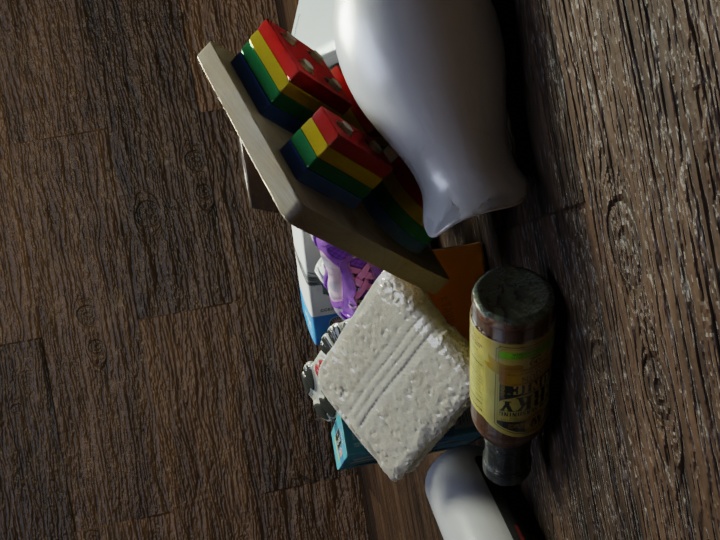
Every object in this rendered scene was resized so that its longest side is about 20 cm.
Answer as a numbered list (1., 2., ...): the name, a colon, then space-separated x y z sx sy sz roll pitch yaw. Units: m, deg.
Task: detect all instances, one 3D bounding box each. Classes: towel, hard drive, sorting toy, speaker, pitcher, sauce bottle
1. towel: 0.035 0.094 0.982 0.133 0.034 0.200 50 141 14
2. hard drive: -0.010 -0.267 1.062 0.200 0.026 0.133 -2 75 63
3. sorting toy: -0.012 -0.099 0.899 0.198 0.070 0.201 25 -153 -49
4. speaker: 0.117 0.244 0.999 0.200 0.080 0.082 -113 14 -65
5. pitcher: 0.059 -0.136 0.840 0.172 0.120 0.202 -32 -79 -81
6. sauce bottle: 0.116 0.089 0.851 0.065 0.064 0.201 -107 7 -46

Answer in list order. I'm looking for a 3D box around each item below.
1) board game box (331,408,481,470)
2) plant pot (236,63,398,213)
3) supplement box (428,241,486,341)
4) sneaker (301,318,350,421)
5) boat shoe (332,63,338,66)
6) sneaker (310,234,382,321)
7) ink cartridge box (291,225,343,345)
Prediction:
1. board game box: 0.049 0.167 1.164 0.200 0.149 0.047 106 153 -76
2. plant pot: -0.021 -0.125 1.115 0.187 0.198 0.189 170 90 -83
3. supplement box: 0.075 0.046 1.086 0.200 0.073 0.127 158 102 -82
4. sneaker: 0.003 0.086 1.116 0.081 0.083 0.200 59 153 5
5. boat shoe: 0.004 -0.274 1.146 0.201 0.090 0.071 88 169 -52
6. sneaker: 0.000 0.000 1.063 0.200 0.080 0.089 90 164 -70
7. ink cartridge box: -0.005 -0.022 1.371 0.086 0.145 0.202 -112 13 -53
